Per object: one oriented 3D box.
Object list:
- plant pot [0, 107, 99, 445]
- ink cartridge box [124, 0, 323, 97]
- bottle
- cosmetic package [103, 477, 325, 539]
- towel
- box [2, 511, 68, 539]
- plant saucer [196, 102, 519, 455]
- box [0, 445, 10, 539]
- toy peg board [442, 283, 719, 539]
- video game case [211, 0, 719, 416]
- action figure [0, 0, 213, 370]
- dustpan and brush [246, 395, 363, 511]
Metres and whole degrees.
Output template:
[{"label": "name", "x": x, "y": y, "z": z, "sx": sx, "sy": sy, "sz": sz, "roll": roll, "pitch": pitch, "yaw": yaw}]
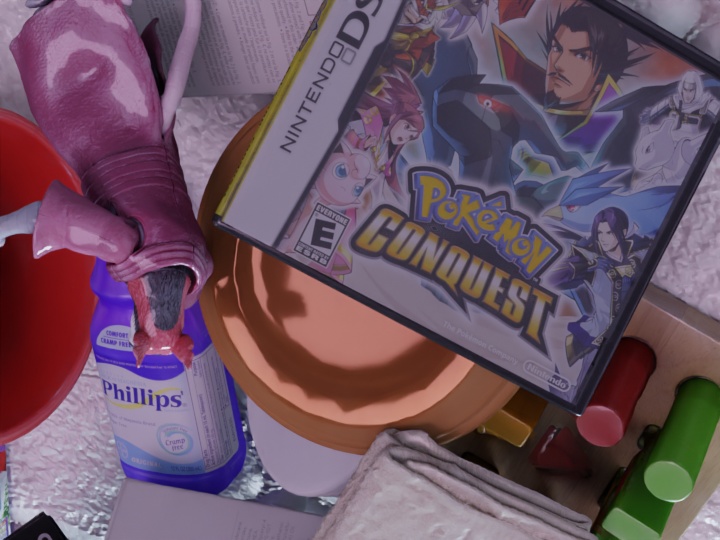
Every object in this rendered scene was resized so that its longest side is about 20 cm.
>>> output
[{"label": "plant pot", "x": -0.286, "y": 0.002, "z": 0.898, "sx": 0.177, "sy": 0.200, "sz": 0.201, "roll": 2, "pitch": 119, "yaw": 37}, {"label": "ink cartridge box", "x": -0.054, "y": -0.169, "z": 0.749, "sx": 0.199, "sy": 0.050, "sz": 0.162, "roll": -1, "pitch": 126, "yaw": 21}, {"label": "bottle", "x": -0.125, "y": 0.045, "z": 0.905, "sx": 0.083, "sy": 0.065, "sz": 0.201, "roll": 6, "pitch": 120, "yaw": 25}, {"label": "cosmetic package", "x": -0.052, "y": 0.189, "z": 0.898, "sx": 0.199, "sy": 0.074, "sz": 0.102, "roll": 11, "pitch": 158, "yaw": 8}, {"label": "towel", "x": 0.028, "y": 0.176, "z": 0.783, "sx": 0.132, "sy": 0.035, "sz": 0.200, "roll": 28, "pitch": 124, "yaw": -7}, {"label": "box", "x": -0.165, "y": 0.263, "z": 0.968, "sx": 0.200, "sy": 0.050, "sz": 0.199, "roll": 54, "pitch": 168, "yaw": 10}, {"label": "plant saucer", "x": 0.000, "y": 0.000, "z": 0.746, "sx": 0.199, "sy": 0.037, "sz": 0.202, "roll": 3, "pitch": 99, "yaw": 21}, {"label": "box", "x": -0.320, "y": 0.213, "z": 1.014, "sx": 0.039, "sy": 0.200, "sz": 0.138, "roll": 19, "pitch": 124, "yaw": 19}, {"label": "toy peg board", "x": 0.096, "y": 0.097, "z": 0.805, "sx": 0.198, "sy": 0.098, "sz": 0.201, "roll": 30, "pitch": 126, "yaw": 8}, {"label": "video game case", "x": 0.059, "y": -0.056, "z": 0.684, "sx": 0.199, "sy": 0.025, "sz": 0.182, "roll": 28, "pitch": 89, "yaw": -10}, {"label": "action figure", "x": -0.107, "y": -0.041, "z": 0.732, "sx": 0.149, "sy": 0.134, "sz": 0.201, "roll": -34, "pitch": 62, "yaw": 23}, {"label": "dustpan and brush", "x": -0.033, "y": 0.102, "z": 0.884, "sx": 0.140, "sy": 0.057, "sz": 0.200, "roll": 59, "pitch": 137, "yaw": 32}]
